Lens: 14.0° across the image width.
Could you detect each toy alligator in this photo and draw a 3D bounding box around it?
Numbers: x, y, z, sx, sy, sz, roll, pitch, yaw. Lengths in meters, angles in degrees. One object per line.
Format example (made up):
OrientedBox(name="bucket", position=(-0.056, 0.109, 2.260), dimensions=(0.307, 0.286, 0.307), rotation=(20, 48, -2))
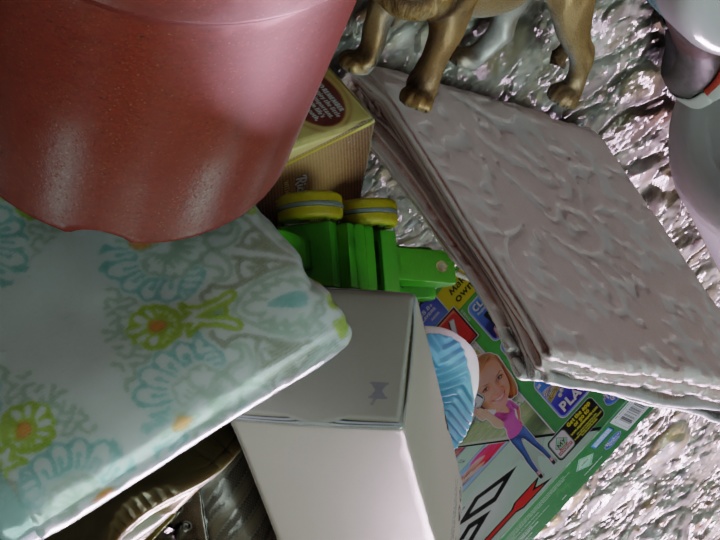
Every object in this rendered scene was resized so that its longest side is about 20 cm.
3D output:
OrientedBox(name="toy alligator", position=(0.000, 0.000, 1.368), dimensions=(0.054, 0.060, 0.200), rotation=(-11, 169, 39))

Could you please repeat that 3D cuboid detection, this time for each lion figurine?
OrientedBox(name="lion figurine", position=(0.062, -0.139, 1.365), dimensions=(0.200, 0.072, 0.123), rotation=(-12, 131, -55))

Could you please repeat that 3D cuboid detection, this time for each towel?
OrientedBox(name="towel", position=(0.094, -0.012, 1.411), dimensions=(0.032, 0.191, 0.200), rotation=(-45, 148, 23))
OrientedBox(name="towel", position=(-0.128, -0.001, 1.213), dimensions=(0.171, 0.200, 0.048), rotation=(-33, 156, -13))

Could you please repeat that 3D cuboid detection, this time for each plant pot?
OrientedBox(name="plant pot", position=(-0.081, -0.127, 1.138), dimensions=(0.200, 0.201, 0.195), rotation=(-18, 148, -28))

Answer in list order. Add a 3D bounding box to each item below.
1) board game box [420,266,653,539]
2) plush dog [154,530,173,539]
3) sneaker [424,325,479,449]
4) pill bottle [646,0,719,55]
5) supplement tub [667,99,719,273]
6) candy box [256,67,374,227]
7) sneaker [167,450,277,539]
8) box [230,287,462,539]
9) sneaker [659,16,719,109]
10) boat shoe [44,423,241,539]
OrientedBox(name="board game box", position=(0.049, 0.092, 1.535), dimensions=(0.200, 0.135, 0.029), rotation=(-49, 145, 11))
OrientedBox(name="plush dog", position=(-0.166, 0.159, 1.405), dimensions=(0.172, 0.200, 0.161), rotation=(-18, 110, -42))
OrientedBox(name="sneaker", position=(0.008, 0.058, 1.457), dimensions=(0.076, 0.081, 0.200), rotation=(21, 156, -12))
OrientedBox(name="pill bottle", position=(0.124, -0.188, 1.239), dimensions=(0.111, 0.200, 0.111), rotation=(-25, 142, -22))
OrientedBox(name="supplement tub", position=(0.256, -0.034, 1.583), dimensions=(0.144, 0.144, 0.200), rotation=(-39, 146, -2))
OrientedBox(name="candy box", position=(-0.096, -0.016, 1.348), dimensions=(0.200, 0.055, 0.116), rotation=(-19, 141, -27))
OrientedBox(name="sneaker", position=(-0.073, 0.112, 1.454), dimensions=(0.075, 0.070, 0.201), rotation=(-9, 100, -10))
OrientedBox(name="box", position=(-0.003, 0.084, 1.342), dimensions=(0.082, 0.069, 0.200), rotation=(3, 151, 9))
OrientedBox(name="sneaker", position=(0.170, -0.157, 1.448), dimensions=(0.200, 0.082, 0.077), rotation=(109, 1, -59))
OrientedBox(name="boat shoe", position=(-0.119, 0.096, 1.335), dimensions=(0.200, 0.074, 0.066), rotation=(-41, 177, -31))
